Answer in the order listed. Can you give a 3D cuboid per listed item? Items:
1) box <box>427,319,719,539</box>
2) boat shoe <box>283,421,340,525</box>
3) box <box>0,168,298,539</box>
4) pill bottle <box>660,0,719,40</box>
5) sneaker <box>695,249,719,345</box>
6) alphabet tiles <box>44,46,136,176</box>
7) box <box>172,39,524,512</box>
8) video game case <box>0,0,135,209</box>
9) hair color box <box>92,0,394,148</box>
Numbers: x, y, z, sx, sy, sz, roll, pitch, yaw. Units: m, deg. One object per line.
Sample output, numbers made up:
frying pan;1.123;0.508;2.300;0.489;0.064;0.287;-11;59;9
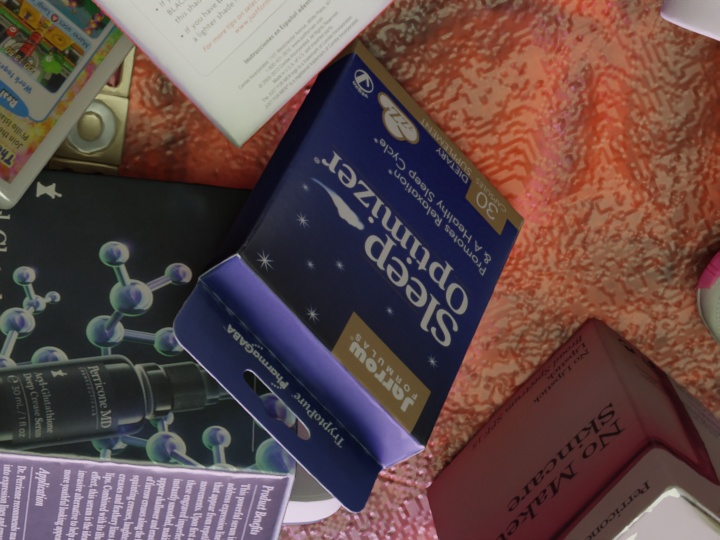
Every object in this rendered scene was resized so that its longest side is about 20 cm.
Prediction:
box;0.118;0.130;1.128;0.109;0.200;0.128;40;101;-16
boat shoe;-0.107;0.098;1.178;0.199;0.074;0.066;11;128;-8
box;-0.130;0.045;1.091;0.199;0.149;0.107;5;146;-8
pill bottle;0.189;-0.186;0.997;0.109;0.109;0.201;16;100;-9
sneaker;0.251;0.049;1.169;0.200;0.088;0.082;29;105;-13
alphabet tiles;-0.207;-0.078;1.136;0.199;0.008;0.168;8;108;-6
box;0.000;0.000;1.082;0.032;0.200;0.121;-29;112;39
video game case;-0.177;-0.158;1.060;0.200;0.024;0.182;40;73;-16
hair color box;-0.087;-0.159;1.036;0.101;0.061;0.200;-43;105;2
